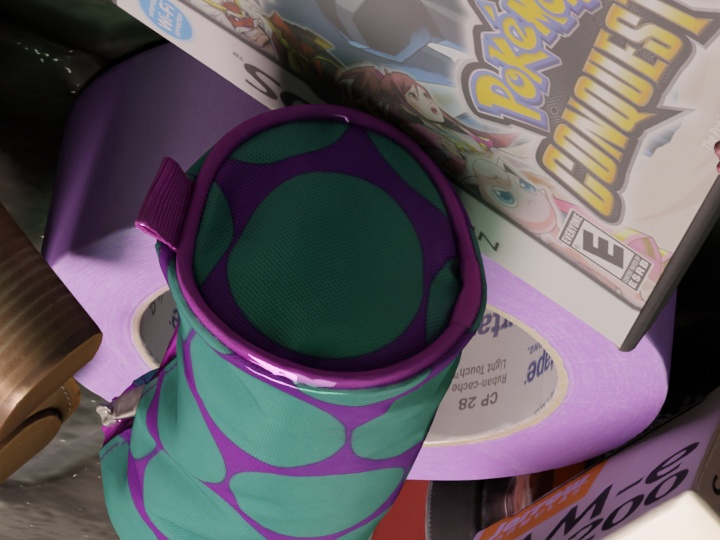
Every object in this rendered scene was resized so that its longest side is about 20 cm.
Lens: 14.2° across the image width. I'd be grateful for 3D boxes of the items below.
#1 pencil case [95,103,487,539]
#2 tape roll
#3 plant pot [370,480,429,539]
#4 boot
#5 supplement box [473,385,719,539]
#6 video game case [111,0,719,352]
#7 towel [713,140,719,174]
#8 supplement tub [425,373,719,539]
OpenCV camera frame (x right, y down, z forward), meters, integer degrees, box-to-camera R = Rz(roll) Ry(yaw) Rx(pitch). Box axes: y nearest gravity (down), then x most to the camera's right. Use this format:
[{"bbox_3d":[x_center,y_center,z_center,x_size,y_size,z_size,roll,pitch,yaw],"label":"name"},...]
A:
[{"bbox_3d":[-0.025,0.031,0.807,0.092,0.085,0.200,21,154,-1],"label":"pencil case"},{"bbox_3d":[0.000,0.000,0.910,0.200,0.066,0.200,7,156,3],"label":"tape roll"},{"bbox_3d":[0.069,0.179,1.137,0.200,0.177,0.200,6,155,3],"label":"plant pot"},{"bbox_3d":[-0.162,0.003,0.885,0.155,0.077,0.200,46,158,5],"label":"boot"},{"bbox_3d":[0.134,0.148,0.933,0.200,0.074,0.126,47,125,-10],"label":"supplement box"},{"bbox_3d":[0.018,-0.075,0.699,0.181,0.026,0.200,35,156,7],"label":"video game case"},{"bbox_3d":[0.195,-0.028,0.617,0.144,0.023,0.200,28,140,-30],"label":"towel"},{"bbox_3d":[0.127,0.088,1.011,0.200,0.107,0.107,-4,153,25],"label":"supplement tub"}]
